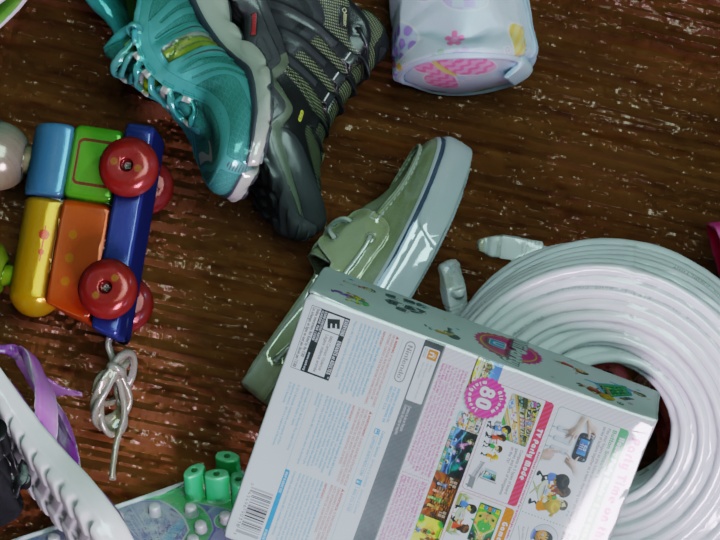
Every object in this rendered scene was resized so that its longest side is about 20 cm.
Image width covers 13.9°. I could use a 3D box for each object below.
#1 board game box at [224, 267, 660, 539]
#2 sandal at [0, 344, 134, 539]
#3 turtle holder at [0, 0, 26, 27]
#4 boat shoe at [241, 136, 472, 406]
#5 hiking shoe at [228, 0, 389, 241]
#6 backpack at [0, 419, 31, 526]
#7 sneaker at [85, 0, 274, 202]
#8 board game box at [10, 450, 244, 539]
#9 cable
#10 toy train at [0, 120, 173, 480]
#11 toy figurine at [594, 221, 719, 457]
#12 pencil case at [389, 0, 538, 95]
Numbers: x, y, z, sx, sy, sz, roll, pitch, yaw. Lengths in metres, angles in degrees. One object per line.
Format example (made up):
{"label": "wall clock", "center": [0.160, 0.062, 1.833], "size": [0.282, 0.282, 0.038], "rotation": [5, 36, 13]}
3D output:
{"label": "board game box", "center": [0.045, 0.105, 1.605], "size": [0.199, 0.064, 0.148], "rotation": [21, 104, 2]}
{"label": "sandal", "center": [-0.173, 0.089, 1.639], "size": [0.050, 0.083, 0.203], "rotation": [-31, 67, -18]}
{"label": "turtle holder", "center": [-0.271, -0.173, 1.667], "size": [0.185, 0.141, 0.132], "rotation": [-41, 89, -21]}
{"label": "boat shoe", "center": [0.000, 0.000, 1.726], "size": [0.062, 0.072, 0.200], "rotation": [31, 73, -7]}
{"label": "hiking shoe", "center": [-0.027, -0.117, 1.747], "size": [0.100, 0.076, 0.201], "rotation": [-6, 76, -12]}
{"label": "backpack", "center": [-0.285, 0.056, 1.597], "size": [0.153, 0.163, 0.200], "rotation": [-24, 72, -3]}
{"label": "sneaker", "center": [-0.108, -0.112, 1.694], "size": [0.079, 0.078, 0.200], "rotation": [4, 38, -32]}
{"label": "board game box", "center": [-0.120, 0.192, 1.605], "size": [0.199, 0.026, 0.200], "rotation": [-18, 42, -18]}
{"label": "cable", "center": [0.139, 0.081, 1.657], "size": [0.199, 0.069, 0.201], "rotation": [-1, 102, 10]}
{"label": "toy train", "center": [-0.180, 0.012, 1.681], "size": [0.115, 0.085, 0.201], "rotation": [9, 83, 5]}
{"label": "toy figurine", "center": [0.176, 0.050, 1.745], "size": [0.183, 0.150, 0.201], "rotation": [-10, 98, -3]}
{"label": "pencil case", "center": [0.060, -0.207, 1.789], "size": [0.090, 0.083, 0.201], "rotation": [-2, 76, 2]}
